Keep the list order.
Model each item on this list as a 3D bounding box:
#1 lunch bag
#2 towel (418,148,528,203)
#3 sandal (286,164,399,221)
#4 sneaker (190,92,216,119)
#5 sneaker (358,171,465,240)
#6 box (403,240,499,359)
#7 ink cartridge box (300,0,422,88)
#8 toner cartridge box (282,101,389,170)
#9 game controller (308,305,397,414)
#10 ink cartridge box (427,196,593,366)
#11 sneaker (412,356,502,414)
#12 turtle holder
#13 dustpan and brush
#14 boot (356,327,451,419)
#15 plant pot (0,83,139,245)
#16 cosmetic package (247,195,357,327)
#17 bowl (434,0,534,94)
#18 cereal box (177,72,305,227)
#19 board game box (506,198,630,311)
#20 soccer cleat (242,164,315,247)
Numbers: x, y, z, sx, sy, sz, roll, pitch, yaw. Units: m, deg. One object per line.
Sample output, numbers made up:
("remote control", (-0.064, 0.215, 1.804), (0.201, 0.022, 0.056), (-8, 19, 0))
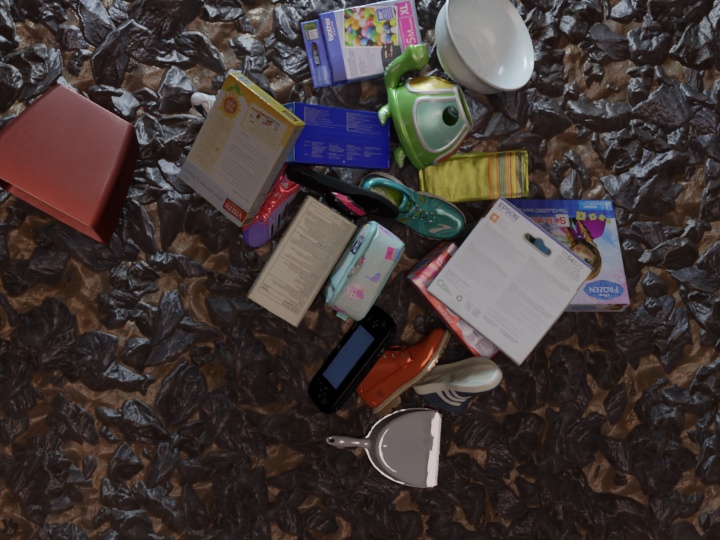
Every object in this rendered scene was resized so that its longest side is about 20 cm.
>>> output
("lunch bag", (0.000, 0.000, 1.350), (0.077, 0.200, 0.161), (33, 93, -6))
("towel", (0.202, -0.165, 1.448), (0.198, 0.018, 0.087), (-6, 95, -5))
("sandal", (-0.032, -0.117, 1.347), (0.198, 0.075, 0.045), (20, 72, -14))
("sneaker", (-0.220, -0.204, 1.370), (0.198, 0.079, 0.130), (30, 105, 4))
("sneaker", (0.087, -0.105, 1.405), (0.198, 0.080, 0.078), (23, 100, -3))
("box", (0.178, 0.054, 1.425), (0.100, 0.095, 0.200), (-41, 98, -2))
("ink cartridge box", (0.005, -0.390, 1.399), (0.198, 0.042, 0.121), (-12, 96, -3))
("toner cartridge box", (-0.039, -0.220, 1.355), (0.199, 0.043, 0.096), (-1, 91, -39))
("game controller", (-0.016, 0.153, 1.413), (0.201, 0.104, 0.042), (-52, 130, 0))
("ink cartridge box", (0.244, 0.017, 1.340), (0.199, 0.041, 0.200), (39, 90, 7))
("sneaker", (0.181, 0.205, 1.404), (0.085, 0.199, 0.075), (52, 58, -16))
("turtle holder", (0.110, -0.270, 1.364), (0.131, 0.141, 0.187), (-17, 81, 20))
("dustpan and brush", (0.039, 0.312, 1.462), (0.198, 0.057, 0.141), (6, 83, -13))
("boot", (0.067, 0.157, 1.431), (0.200, 0.075, 0.107), (-44, 91, 7))
("plant pot", (-0.459, -0.175, 1.304), (0.199, 0.200, 0.177), (30, 79, -7))
("cosmetic package", (-0.101, -0.018, 1.395), (0.103, 0.087, 0.201), (33, 90, -9))
("bowl", (0.193, -0.376, 1.373), (0.200, 0.090, 0.203), (14, 65, -33))
("cereal box", (-0.193, -0.190, 1.301), (0.144, 0.039, 0.201), (39, 116, 11))
("board game box", (0.354, -0.027, 1.420), (0.198, 0.041, 0.201), (-1, 67, -6))
("soccer cleat", (-0.140, -0.129, 1.387), (0.066, 0.076, 0.201), (35, 90, -6))
